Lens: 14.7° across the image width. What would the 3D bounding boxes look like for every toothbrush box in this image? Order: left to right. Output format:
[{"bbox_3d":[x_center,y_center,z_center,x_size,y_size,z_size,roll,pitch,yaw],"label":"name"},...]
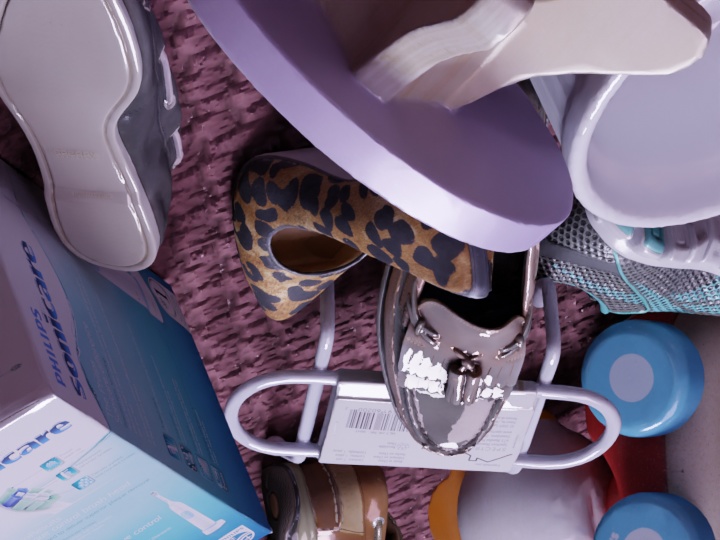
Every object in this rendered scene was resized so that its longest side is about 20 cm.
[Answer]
[{"bbox_3d":[-0.138,0.048,1.219,0.085,0.147,0.200,-31,150,11],"label":"toothbrush box"}]

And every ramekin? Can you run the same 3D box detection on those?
[{"bbox_3d":[0.159,-0.118,1.209,0.200,0.098,0.201,-22,152,-13],"label":"ramekin"}]

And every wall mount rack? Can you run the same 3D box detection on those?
[{"bbox_3d":[0.025,0.069,1.414,0.199,0.075,0.174,4,140,-9],"label":"wall mount rack"}]

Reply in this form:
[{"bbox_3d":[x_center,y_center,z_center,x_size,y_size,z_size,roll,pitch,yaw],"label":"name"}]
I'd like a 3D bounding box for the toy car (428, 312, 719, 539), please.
[{"bbox_3d":[0.121,0.111,1.534,0.199,0.178,0.184,-6,174,27],"label":"toy car"}]

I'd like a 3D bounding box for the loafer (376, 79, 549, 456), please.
[{"bbox_3d":[0.050,0.002,1.287,0.071,0.063,0.201,4,114,-11],"label":"loafer"}]

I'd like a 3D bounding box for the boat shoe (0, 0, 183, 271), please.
[{"bbox_3d":[-0.110,-0.079,1.147,0.066,0.057,0.200,8,145,9],"label":"boat shoe"}]

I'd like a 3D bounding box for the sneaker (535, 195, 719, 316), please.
[{"bbox_3d":[0.157,-0.010,1.430,0.091,0.078,0.199,-25,149,35],"label":"sneaker"}]

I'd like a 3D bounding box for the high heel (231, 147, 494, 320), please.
[{"bbox_3d":[0.000,0.000,1.245,0.071,0.143,0.200,-8,146,-25],"label":"high heel"}]

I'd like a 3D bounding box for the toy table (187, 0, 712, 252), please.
[{"bbox_3d":[0.034,-0.112,1.082,0.199,0.184,0.117,31,124,-25],"label":"toy table"}]

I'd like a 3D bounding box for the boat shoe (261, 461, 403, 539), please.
[{"bbox_3d":[-0.010,0.165,1.547,0.073,0.076,0.200,-13,153,-6],"label":"boat shoe"}]
